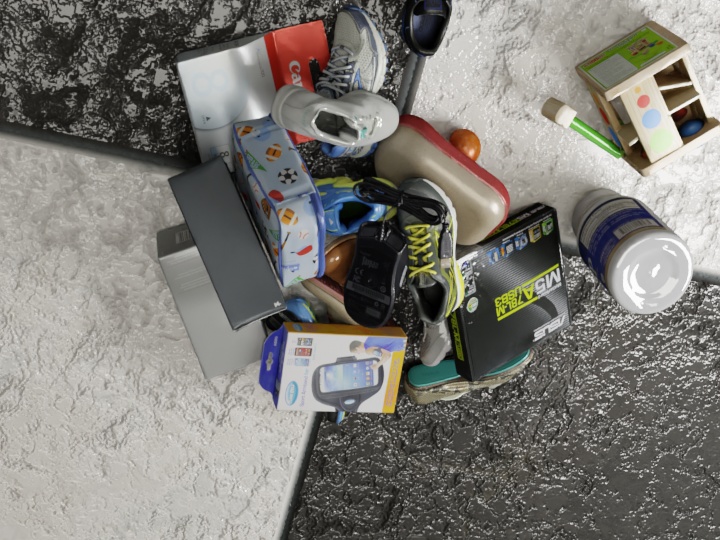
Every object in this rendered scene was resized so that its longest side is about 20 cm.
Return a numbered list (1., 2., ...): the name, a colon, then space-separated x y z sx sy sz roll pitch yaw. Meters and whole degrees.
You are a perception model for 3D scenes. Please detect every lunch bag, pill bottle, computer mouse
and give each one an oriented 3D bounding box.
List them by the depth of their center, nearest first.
1. lunch bag: -0.103 -0.089 1.468 0.075 0.201 0.161 -17 148 -11
2. computer mouse: 0.052 -0.015 1.485 0.139 0.046 0.203 16 115 21
3. pill bottle: 0.366 -0.035 1.621 0.118 0.200 0.121 -4 115 -8

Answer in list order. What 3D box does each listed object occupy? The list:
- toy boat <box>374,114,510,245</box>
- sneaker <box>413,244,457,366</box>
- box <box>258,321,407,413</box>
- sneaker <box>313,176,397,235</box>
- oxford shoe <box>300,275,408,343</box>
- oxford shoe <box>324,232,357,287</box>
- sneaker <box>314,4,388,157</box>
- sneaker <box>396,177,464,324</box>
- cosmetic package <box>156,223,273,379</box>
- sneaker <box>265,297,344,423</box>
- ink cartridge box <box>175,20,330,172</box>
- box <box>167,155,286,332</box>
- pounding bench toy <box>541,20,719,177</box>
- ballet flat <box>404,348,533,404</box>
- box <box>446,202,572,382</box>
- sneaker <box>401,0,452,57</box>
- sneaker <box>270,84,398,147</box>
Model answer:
1. toy boat: 0.119 -0.140 1.582 0.199 0.131 0.131 36 148 -5
2. sneaker: 0.104 0.037 1.685 0.081 0.075 0.203 9 101 -7
3. box: -0.040 0.136 1.635 0.197 0.042 0.121 2 110 -19
4. sneaker: -0.051 -0.083 1.550 0.197 0.105 0.077 -10 100 19
5. oxford shoe: -0.021 0.070 1.671 0.200 0.071 0.075 40 105 -23
6. oxford shoe: 0.000 0.000 1.577 0.071 0.072 0.200 -42 158 13
7. sneaker: -0.018 -0.237 1.511 0.085 0.077 0.203 -21 119 -39
8. sneaker: 0.090 -0.022 1.522 0.074 0.085 0.202 -9 113 21
9. cosmetic package: -0.200 0.036 1.615 0.105 0.090 0.202 -18 119 -4
10. sneaker: -0.075 0.133 1.695 0.082 0.071 0.201 -23 112 7
11. ink cartridge box: -0.127 -0.223 1.531 0.197 0.047 0.162 -14 116 -2
12. box: -0.164 -0.034 1.471 0.078 0.141 0.202 -23 93 -6
13. pounding bench toy: 0.360 -0.206 1.585 0.198 0.125 0.157 -30 116 4
14. ballet flat: 0.163 0.156 1.755 0.197 0.068 0.076 -16 138 3
15. box: 0.207 0.030 1.667 0.198 0.047 0.195 -26 117 -27
16. sneaker: 0.093 -0.371 1.487 0.069 0.078 0.203 0 114 -10
17. sneaker: -0.013 -0.179 1.445 0.198 0.088 0.076 -2 114 -44
